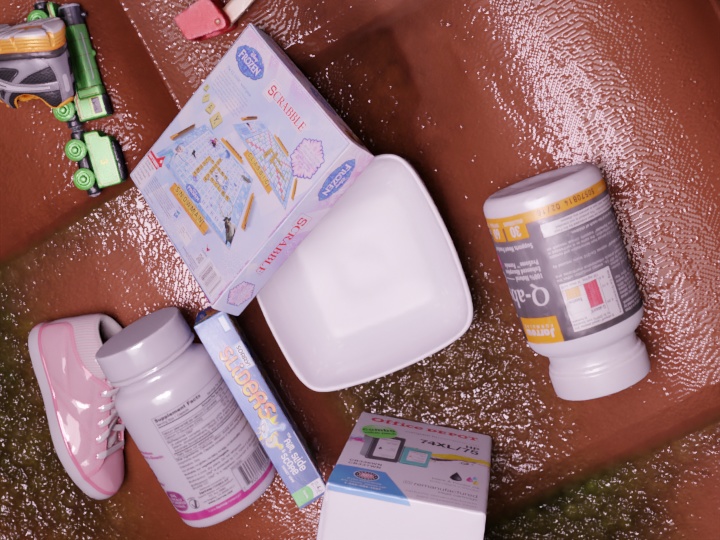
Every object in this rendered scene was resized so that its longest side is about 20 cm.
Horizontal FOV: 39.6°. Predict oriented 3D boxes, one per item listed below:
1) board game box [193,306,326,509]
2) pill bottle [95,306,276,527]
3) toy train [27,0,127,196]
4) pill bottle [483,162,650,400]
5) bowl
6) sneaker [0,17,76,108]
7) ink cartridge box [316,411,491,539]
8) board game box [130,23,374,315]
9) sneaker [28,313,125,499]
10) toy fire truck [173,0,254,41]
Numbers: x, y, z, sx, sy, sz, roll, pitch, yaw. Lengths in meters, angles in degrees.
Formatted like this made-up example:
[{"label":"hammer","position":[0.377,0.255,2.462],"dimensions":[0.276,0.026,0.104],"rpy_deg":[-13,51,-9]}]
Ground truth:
[{"label":"board game box","position":[-0.101,0.127,0.997],"dimensions":[0.034,0.135,0.201],"rpy_deg":[-30,97,-5]},{"label":"pill bottle","position":[-0.177,0.146,1.012],"dimensions":[0.112,0.114,0.202],"rpy_deg":[-23,105,13]},{"label":"toy train","position":[-0.285,-0.177,1.017],"dimensions":[0.056,0.042,0.202],"rpy_deg":[-13,99,1]},{"label":"pill bottle","position":[0.198,0.011,0.938],"dimensions":[0.115,0.116,0.202],"rpy_deg":[-18,98,12]},{"label":"bowl","position":[0.000,0.000,0.989],"dimensions":[0.198,0.075,0.202],"rpy_deg":[-23,96,13]},{"label":"sneaker","position":[-0.349,-0.196,0.976],"dimensions":[0.199,0.078,0.078],"rpy_deg":[10,125,43]},{"label":"ink cartridge box","position":[0.044,0.247,0.966],"dimensions":[0.145,0.200,0.148],"rpy_deg":[9,101,7]},{"label":"board game box","position":[-0.110,-0.098,0.948],"dimensions":[0.200,0.041,0.201],"rpy_deg":[-47,55,14]},{"label":"sneaker","position":[-0.272,0.140,1.059],"dimensions":[0.104,0.075,0.202],"rpy_deg":[-17,94,17]},{"label":"toy fire truck","position":[-0.110,-0.325,0.953],"dimensions":[0.199,0.049,0.142],"rpy_deg":[-28,96,12]}]
